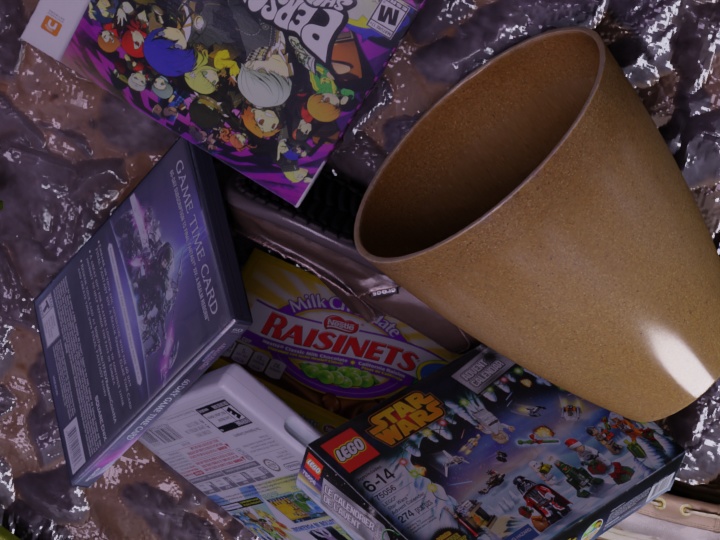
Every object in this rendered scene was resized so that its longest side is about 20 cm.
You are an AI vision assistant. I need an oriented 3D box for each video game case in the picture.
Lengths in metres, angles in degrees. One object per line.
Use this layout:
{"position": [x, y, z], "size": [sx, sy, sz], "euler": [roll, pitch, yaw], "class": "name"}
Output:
{"position": [-0.079, -0.155, 1.546], "size": [0.200, 0.036, 0.181], "euler": [32, 129, -3], "class": "video game case"}
{"position": [-0.141, 0.026, 1.658], "size": [0.019, 0.143, 0.200], "euler": [11, 141, -37], "class": "video game case"}
{"position": [-0.051, 0.133, 1.671], "size": [0.182, 0.022, 0.200], "euler": [40, 157, -12], "class": "video game case"}

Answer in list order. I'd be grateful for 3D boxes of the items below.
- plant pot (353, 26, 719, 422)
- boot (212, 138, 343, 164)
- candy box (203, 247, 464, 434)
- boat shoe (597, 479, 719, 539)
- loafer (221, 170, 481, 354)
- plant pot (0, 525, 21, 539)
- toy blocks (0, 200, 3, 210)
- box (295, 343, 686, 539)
{"position": [0.130, -0.009, 1.553], "size": [0.186, 0.186, 0.200], "euler": [-33, 114, 27], "class": "plant pot"}
{"position": [-0.032, -0.151, 1.602], "size": [0.200, 0.072, 0.167], "euler": [-8, 123, 19], "class": "boot"}
{"position": [0.001, 0.065, 1.657], "size": [0.200, 0.102, 0.026], "euler": [24, 139, 6], "class": "candy box"}
{"position": [0.174, 0.139, 1.660], "size": [0.200, 0.074, 0.066], "euler": [22, 99, 8], "class": "boat shoe"}
{"position": [0.000, 0.000, 1.639], "size": [0.200, 0.073, 0.071], "euler": [26, 120, 1], "class": "loafer"}
{"position": [-0.280, 0.285, 1.799], "size": [0.200, 0.182, 0.199], "euler": [34, 119, 0], "class": "plant pot"}
{"position": [-0.333, -0.109, 1.698], "size": [0.200, 0.100, 0.137], "euler": [4, 103, 15], "class": "toy blocks"}
{"position": [0.080, 0.118, 1.576], "size": [0.137, 0.200, 0.040], "euler": [41, 138, 25], "class": "box"}
